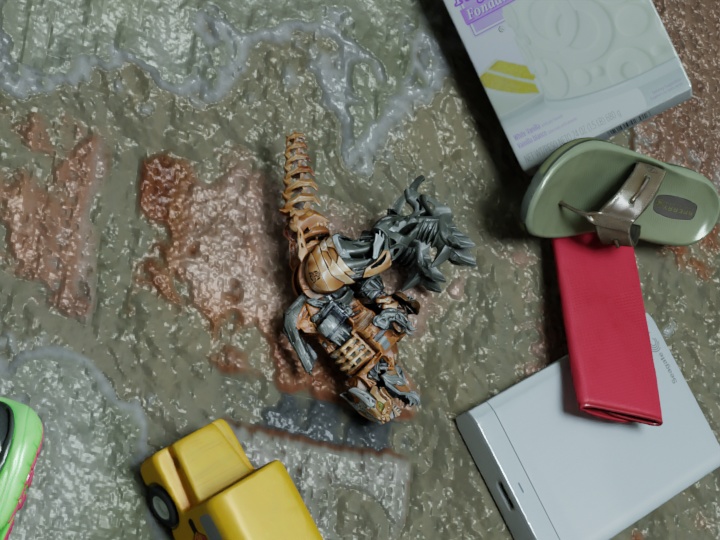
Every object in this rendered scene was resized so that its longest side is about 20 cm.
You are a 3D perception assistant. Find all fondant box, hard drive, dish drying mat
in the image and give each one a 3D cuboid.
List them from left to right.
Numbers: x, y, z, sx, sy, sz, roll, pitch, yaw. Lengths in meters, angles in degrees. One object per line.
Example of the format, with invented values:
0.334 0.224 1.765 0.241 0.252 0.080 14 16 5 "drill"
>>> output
0.150 -0.194 1.309 0.202 0.143 0.058 65 11 7 "fondant box"
0.176 0.128 1.270 0.199 0.027 0.133 -25 85 -35 "hard drive"
0.184 0.024 1.295 0.076 0.018 0.202 14 53 -25 "dish drying mat"

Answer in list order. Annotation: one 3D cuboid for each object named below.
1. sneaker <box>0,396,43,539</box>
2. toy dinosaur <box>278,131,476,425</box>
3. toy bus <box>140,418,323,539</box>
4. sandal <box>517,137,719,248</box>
-0.253 0.161 0.982 0.083 0.077 0.201 21 57 -3 "sneaker"
0.000 0.000 1.179 0.135 0.102 0.202 -23 106 -19 "toy dinosaur"
-0.060 0.191 1.072 0.065 0.078 0.201 -26 86 -35 "toy bus"
0.206 -0.052 1.287 0.199 0.080 0.057 3 25 -32 "sandal"
